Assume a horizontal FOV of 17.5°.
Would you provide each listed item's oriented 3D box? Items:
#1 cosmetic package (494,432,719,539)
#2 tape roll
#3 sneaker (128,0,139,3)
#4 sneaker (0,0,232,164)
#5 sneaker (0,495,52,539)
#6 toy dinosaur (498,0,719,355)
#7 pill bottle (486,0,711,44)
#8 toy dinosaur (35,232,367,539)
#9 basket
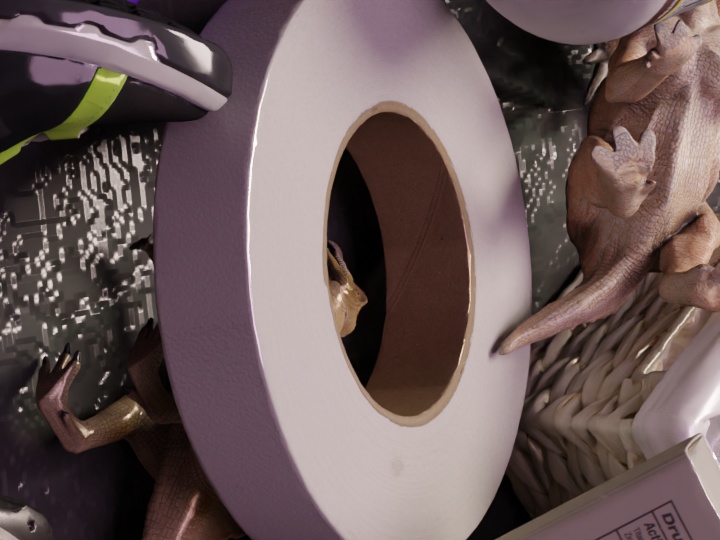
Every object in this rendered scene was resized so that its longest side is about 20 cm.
[{"bbox_3d":[0.042,0.143,0.740,0.104,0.199,0.073,63,11,4],"label":"cosmetic package"},{"bbox_3d":[0.000,0.000,0.774,0.203,0.037,0.204,13,75,-60],"label":"tape roll"},{"bbox_3d":[-0.043,-0.148,0.743,0.200,0.099,0.070,-49,120,-27],"label":"sneaker"},{"bbox_3d":[-0.137,-0.046,0.672,0.199,0.072,0.083,3,103,-18],"label":"sneaker"},{"bbox_3d":[-0.113,0.114,0.681,0.200,0.074,0.087,53,37,-6],"label":"sneaker"},{"bbox_3d":[0.107,-0.047,0.869,0.086,0.135,0.201,27,82,-15],"label":"toy dinosaur"},{"bbox_3d":[0.126,-0.154,0.802,0.200,0.109,0.110,-25,105,-38],"label":"pill bottle"},{"bbox_3d":[-0.053,0.056,0.763,0.101,0.058,0.200,46,62,-33],"label":"toy dinosaur"},{"bbox_3d":[0.152,0.087,0.900,0.136,0.123,0.200,-48,118,-31],"label":"basket"}]
